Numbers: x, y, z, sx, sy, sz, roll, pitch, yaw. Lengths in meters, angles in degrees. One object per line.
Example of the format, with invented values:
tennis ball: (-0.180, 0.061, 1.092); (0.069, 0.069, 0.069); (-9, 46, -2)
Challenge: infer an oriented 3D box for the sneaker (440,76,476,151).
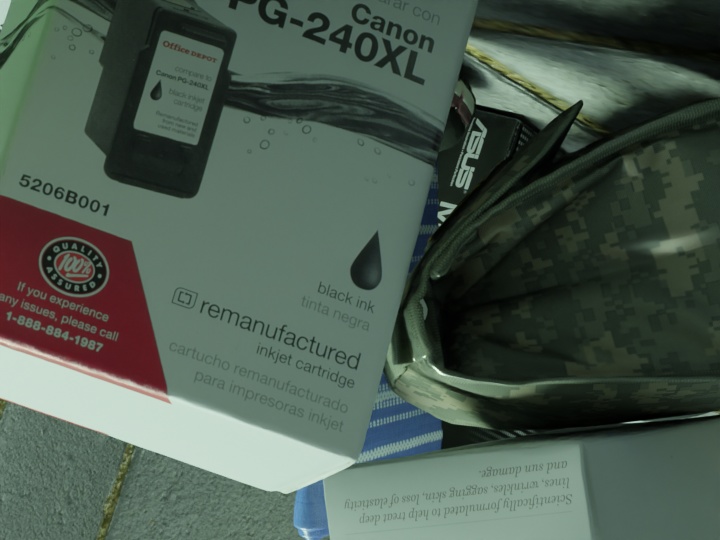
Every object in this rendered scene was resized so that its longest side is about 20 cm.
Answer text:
sneaker: (-0.029, -0.056, 1.119); (0.076, 0.116, 0.200); (14, 172, 36)

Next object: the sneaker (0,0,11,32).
sneaker: (-0.180, -0.138, 1.022); (0.115, 0.075, 0.200); (19, 177, -26)

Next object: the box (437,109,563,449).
box: (0.069, 0.038, 1.309); (0.047, 0.193, 0.200); (17, 173, 28)

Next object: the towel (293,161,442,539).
towel: (0.000, 0.000, 1.040); (0.024, 0.200, 0.145); (0, -177, 20)

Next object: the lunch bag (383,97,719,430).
lunch bag: (0.100, -0.001, 0.953); (0.200, 0.118, 0.164); (-13, 175, -5)

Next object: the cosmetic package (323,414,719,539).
cosmetic package: (0.088, 0.097, 0.969); (0.113, 0.081, 0.200); (-9, 175, 32)

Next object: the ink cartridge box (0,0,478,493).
ink cartridge box: (-0.054, -0.044, 0.898); (0.145, 0.200, 0.083); (20, 161, -16)

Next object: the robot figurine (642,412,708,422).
robot figurine: (0.122, 0.009, 1.151); (0.150, 0.125, 0.200); (13, 171, -9)
